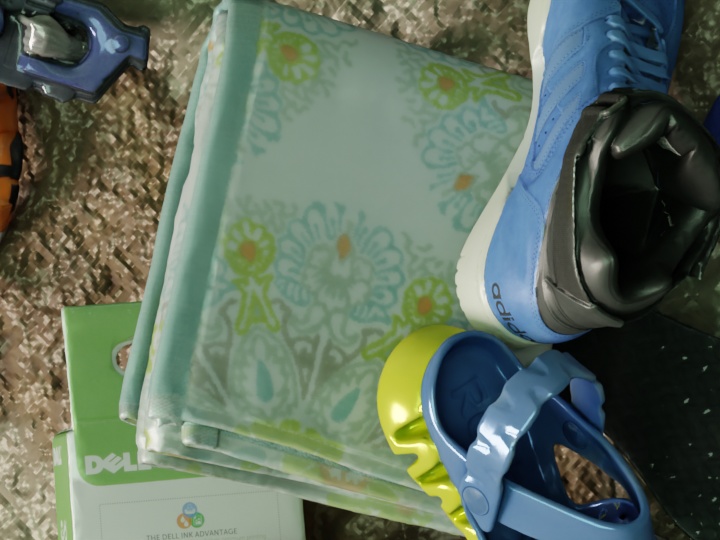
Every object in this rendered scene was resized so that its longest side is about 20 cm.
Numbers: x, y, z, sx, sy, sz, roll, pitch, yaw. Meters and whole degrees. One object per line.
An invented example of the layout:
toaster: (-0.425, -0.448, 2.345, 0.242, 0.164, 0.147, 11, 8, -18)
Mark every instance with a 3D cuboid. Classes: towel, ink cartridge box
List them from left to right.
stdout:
ink cartridge box: (-0.080, 0.114, 1.111, 0.103, 0.059, 0.201, -4, 85, -14)
towel: (0.000, 0.000, 1.043, 0.170, 0.048, 0.201, 16, 76, -18)

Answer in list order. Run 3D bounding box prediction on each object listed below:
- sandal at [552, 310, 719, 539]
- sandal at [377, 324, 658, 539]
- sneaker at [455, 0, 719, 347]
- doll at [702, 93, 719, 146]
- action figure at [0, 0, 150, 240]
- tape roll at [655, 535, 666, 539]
sandal: (0.132, 0.056, 1.062, 0.200, 0.048, 0.075, 41, 94, 34)
sandal: (0.084, 0.106, 0.984, 0.200, 0.079, 0.087, 56, 148, -7)
sneaker: (0.111, -0.066, 1.007, 0.077, 0.111, 0.201, 30, 71, -26)
doll: (0.204, -0.095, 1.035, 0.136, 0.048, 0.200, 45, 106, 22)
action figure: (-0.205, -0.103, 1.138, 0.199, 0.105, 0.194, 25, 98, -12)
tape roll: (0.088, 0.212, 1.091, 0.201, 0.071, 0.204, 2, 95, 17)
